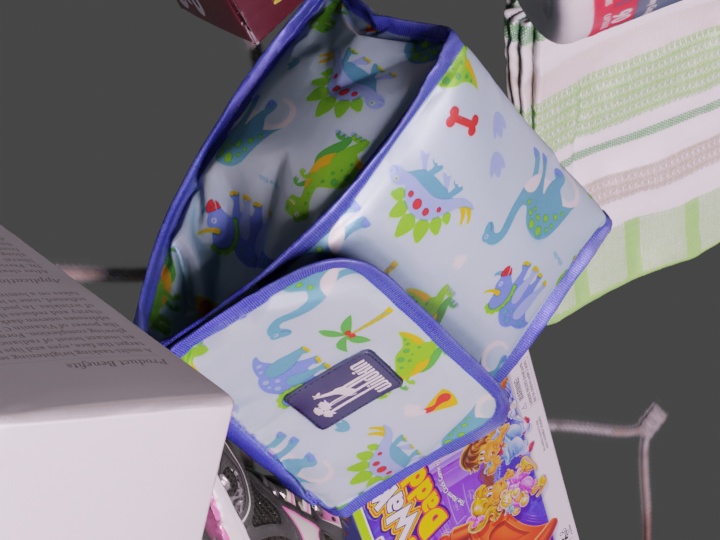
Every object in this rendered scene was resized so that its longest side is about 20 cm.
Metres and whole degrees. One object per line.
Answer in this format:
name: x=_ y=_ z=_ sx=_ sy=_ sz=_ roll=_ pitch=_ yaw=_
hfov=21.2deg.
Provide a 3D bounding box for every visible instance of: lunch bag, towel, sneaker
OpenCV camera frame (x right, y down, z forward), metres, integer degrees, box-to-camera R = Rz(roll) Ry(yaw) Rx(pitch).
lunch bag: x=0.000 y=0.000 z=0.891 sx=0.200 sy=0.127 sz=0.170 roll=-53 pitch=135 yaw=-7
towel: x=0.148 y=-0.076 z=1.045 sx=0.148 sy=0.031 sz=0.201 roll=-23 pitch=127 yaw=-21
sneaker: x=-0.054 y=0.130 z=0.966 sx=0.086 sy=0.080 sz=0.201 roll=-51 pitch=146 yaw=-27

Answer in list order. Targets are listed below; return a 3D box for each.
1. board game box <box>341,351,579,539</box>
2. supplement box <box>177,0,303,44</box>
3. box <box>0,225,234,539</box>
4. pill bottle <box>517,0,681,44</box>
board game box: x=0.049 y=0.136 z=1.073 sx=0.134 sy=0.045 sz=0.201 roll=-38 pitch=133 yaw=-22
supplement box: x=-0.013 y=-0.206 z=0.815 sx=0.200 sy=0.061 sz=0.109 roll=-45 pitch=135 yaw=-17
box: x=-0.159 y=0.078 z=0.731 sx=0.106 sy=0.200 sz=0.153 roll=-2 pitch=114 yaw=-42
pill bottle: x=0.162 y=-0.194 z=0.897 sx=0.199 sy=0.120 sz=0.120 roll=-21 pitch=129 yaw=-5
